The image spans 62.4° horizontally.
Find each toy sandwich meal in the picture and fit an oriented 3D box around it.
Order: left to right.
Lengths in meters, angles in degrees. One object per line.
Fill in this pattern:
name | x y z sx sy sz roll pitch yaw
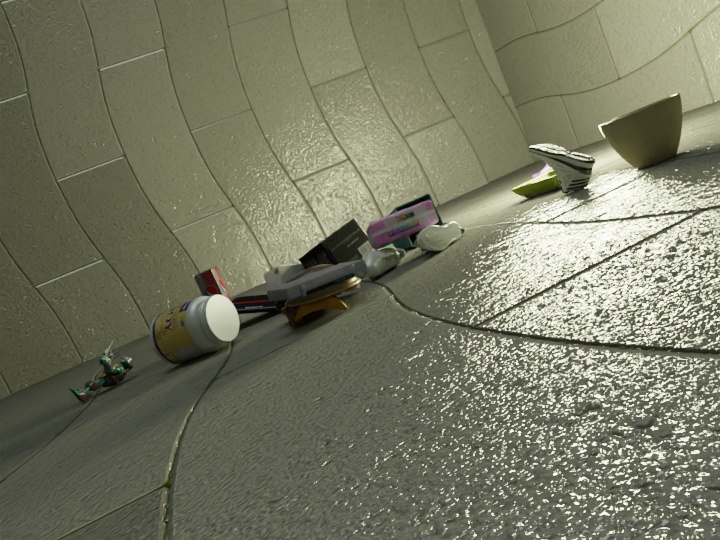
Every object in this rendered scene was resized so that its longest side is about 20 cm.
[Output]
toy sandwich meal | -0.087 0.070 1.368 0.204 0.071 0.205 -18 6 2

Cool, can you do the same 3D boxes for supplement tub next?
supplement tub | -0.429 0.151 1.541 0.199 0.146 0.145 -21 6 26

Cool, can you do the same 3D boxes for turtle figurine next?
turtle figurine | -0.721 0.287 1.689 0.200 0.101 0.150 -44 1 -30

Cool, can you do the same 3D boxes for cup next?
cup | 0.744 -0.350 1.543 0.199 0.144 0.200 -23 6 2

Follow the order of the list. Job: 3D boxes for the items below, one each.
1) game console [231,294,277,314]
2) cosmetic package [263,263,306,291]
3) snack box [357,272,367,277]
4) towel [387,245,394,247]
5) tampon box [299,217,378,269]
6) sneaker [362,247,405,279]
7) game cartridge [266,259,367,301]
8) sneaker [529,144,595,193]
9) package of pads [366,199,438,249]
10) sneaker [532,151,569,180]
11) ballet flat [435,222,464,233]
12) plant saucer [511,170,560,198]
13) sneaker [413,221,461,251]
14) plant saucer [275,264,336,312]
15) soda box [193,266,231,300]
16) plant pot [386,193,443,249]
game console | -0.313 0.108 1.838 0.198 0.031 0.177 -5 11 3
cosmetic package | -0.200 0.022 1.933 0.199 0.075 0.101 -9 -10 -37
snack box | 0.000 0.000 1.849 0.072 0.024 0.200 -25 6 6
towel | 0.081 -0.073 2.220 0.199 0.024 0.152 -27 7 -34
tampon box | -0.072 -0.049 1.845 0.150 0.127 0.200 -39 5 -28
sneaker | 0.065 -0.029 1.657 0.080 0.077 0.200 -11 11 20
game cartridge | -0.095 0.024 1.315 0.199 0.039 0.129 -21 10 -28
sneaker | 0.553 -0.281 1.673 0.075 0.116 0.200 -21 37 -35
package of pads | 0.116 -0.129 1.702 0.199 0.076 0.121 -23 -1 -5
sneaker | 0.741 -0.397 2.279 0.080 0.089 0.200 -29 7 -37
ballet flat | 0.258 -0.115 1.808 0.047 0.067 0.200 -68 16 -4
plant saucer | 0.637 -0.298 1.970 0.199 0.048 0.200 -26 6 -27
sneaker | 0.188 -0.080 1.658 0.115 0.074 0.199 -22 -4 38
plant saucer | -0.124 0.041 1.481 0.199 0.032 0.200 -24 -21 -10
soda box | -0.453 0.093 1.892 0.063 0.201 0.070 -23 6 4
plant pot | 0.170 -0.151 2.056 0.141 0.142 0.200 -25 -2 -21
